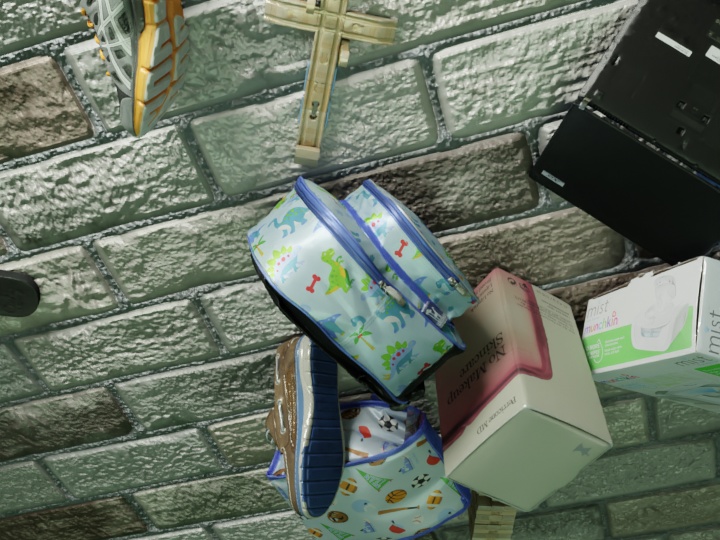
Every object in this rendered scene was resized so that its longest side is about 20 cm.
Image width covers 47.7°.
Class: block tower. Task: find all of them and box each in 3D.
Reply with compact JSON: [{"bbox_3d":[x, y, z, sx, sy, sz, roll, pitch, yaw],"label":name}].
[{"bbox_3d":[0.176,0.278,1.058,0.054,0.058,0.201,1,130,0],"label":"block tower"}]

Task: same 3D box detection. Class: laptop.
[{"bbox_3d":[0.278,-0.125,0.723,0.177,0.103,0.200,33,100,6],"label":"laptop"}]

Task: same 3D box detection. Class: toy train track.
[{"bbox_3d":[-0.034,-0.174,0.718,0.114,0.033,0.200,9,129,-6],"label":"toy train track"}]

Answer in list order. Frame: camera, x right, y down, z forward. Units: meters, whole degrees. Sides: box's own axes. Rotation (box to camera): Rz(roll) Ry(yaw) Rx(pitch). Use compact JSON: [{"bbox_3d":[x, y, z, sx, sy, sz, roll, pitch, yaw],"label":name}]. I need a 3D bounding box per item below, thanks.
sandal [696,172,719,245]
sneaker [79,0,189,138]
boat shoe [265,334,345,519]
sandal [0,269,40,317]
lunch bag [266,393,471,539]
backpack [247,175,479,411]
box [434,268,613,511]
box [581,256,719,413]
[{"bbox_3d":[0.381,-0.045,0.792,0.200,0.080,0.087,42,144,-19],"label":"sandal"},{"bbox_3d":[-0.191,-0.207,0.677,0.077,0.078,0.201,14,125,6],"label":"sneaker"},{"bbox_3d":[-0.064,0.173,0.911,0.072,0.201,0.072,-12,158,36],"label":"boat shoe"},{"bbox_3d":[-0.449,0.021,0.869,0.199,0.045,0.075,8,128,-6],"label":"sandal"},{"bbox_3d":[0.018,0.243,0.991,0.199,0.124,0.170,-14,128,23],"label":"lunch bag"},{"bbox_3d":[0.000,0.000,0.768,0.147,0.183,0.200,-47,116,5],"label":"backpack"},{"bbox_3d":[0.156,0.119,0.840,0.109,0.200,0.128,26,124,-20],"label":"box"},{"bbox_3d":[0.348,0.070,0.810,0.176,0.097,0.200,15,164,-12],"label":"box"}]
